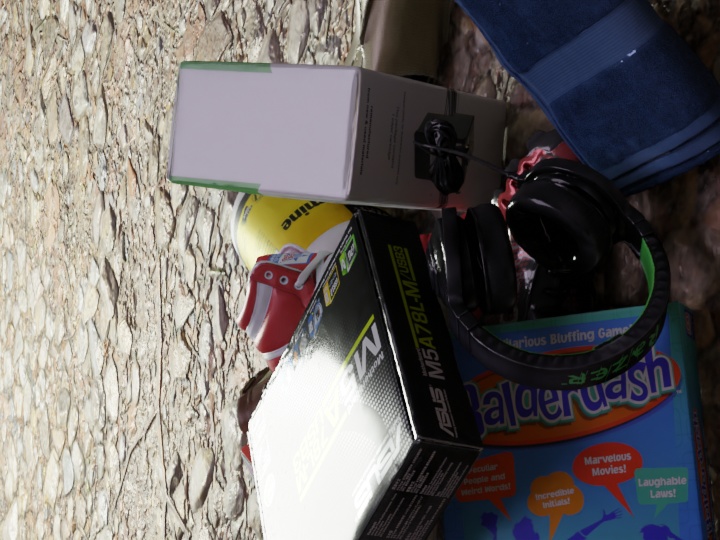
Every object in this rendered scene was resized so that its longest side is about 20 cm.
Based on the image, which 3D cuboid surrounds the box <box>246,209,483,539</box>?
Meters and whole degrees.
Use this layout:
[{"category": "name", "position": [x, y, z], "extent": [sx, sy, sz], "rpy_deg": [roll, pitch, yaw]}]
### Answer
[{"category": "box", "position": [-0.006, 0.099, 0.921], "extent": [0.193, 0.047, 0.200], "rpy_deg": [-101, 31, -48]}]

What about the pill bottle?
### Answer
[{"category": "pill bottle", "position": [-0.018, -0.005, 1.197], "extent": [0.200, 0.112, 0.113], "rpy_deg": [46, 129, 54]}]

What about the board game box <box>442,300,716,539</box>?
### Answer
[{"category": "board game box", "position": [0.122, 0.127, 0.888], "extent": [0.152, 0.045, 0.201], "rpy_deg": [-9, 77, 22]}]

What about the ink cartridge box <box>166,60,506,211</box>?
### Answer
[{"category": "ink cartridge box", "position": [-0.010, -0.087, 1.046], "extent": [0.146, 0.200, 0.084], "rpy_deg": [6, 93, 32]}]

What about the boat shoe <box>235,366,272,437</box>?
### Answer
[{"category": "boat shoe", "position": [-0.054, 0.095, 1.200], "extent": [0.202, 0.075, 0.075], "rpy_deg": [14, -127, -81]}]

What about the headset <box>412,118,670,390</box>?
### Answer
[{"category": "headset", "position": [0.091, -0.012, 0.893], "extent": [0.200, 0.123, 0.094], "rpy_deg": [56, 166, 31]}]

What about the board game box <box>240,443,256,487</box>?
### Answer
[{"category": "board game box", "position": [-0.007, 0.223, 1.105], "extent": [0.153, 0.040, 0.200], "rpy_deg": [44, 159, 44]}]

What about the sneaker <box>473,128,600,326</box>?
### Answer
[{"category": "sneaker", "position": [0.119, 0.007, 0.972], "extent": [0.098, 0.071, 0.201], "rpy_deg": [41, 119, 46]}]

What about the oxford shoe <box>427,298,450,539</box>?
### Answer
[{"category": "oxford shoe", "position": [0.030, 0.107, 0.956], "extent": [0.058, 0.075, 0.201], "rpy_deg": [0, 84, 24]}]

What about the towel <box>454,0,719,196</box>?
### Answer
[{"category": "towel", "position": [0.120, -0.134, 0.878], "extent": [0.200, 0.049, 0.112], "rpy_deg": [52, 151, -8]}]

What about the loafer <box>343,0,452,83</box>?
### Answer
[{"category": "loafer", "position": [0.032, -0.174, 1.160], "extent": [0.068, 0.076, 0.200], "rpy_deg": [-116, 28, -42]}]

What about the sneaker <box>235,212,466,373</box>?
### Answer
[{"category": "sneaker", "position": [0.000, 0.000, 1.051], "extent": [0.200, 0.071, 0.113], "rpy_deg": [-43, 87, 17]}]
